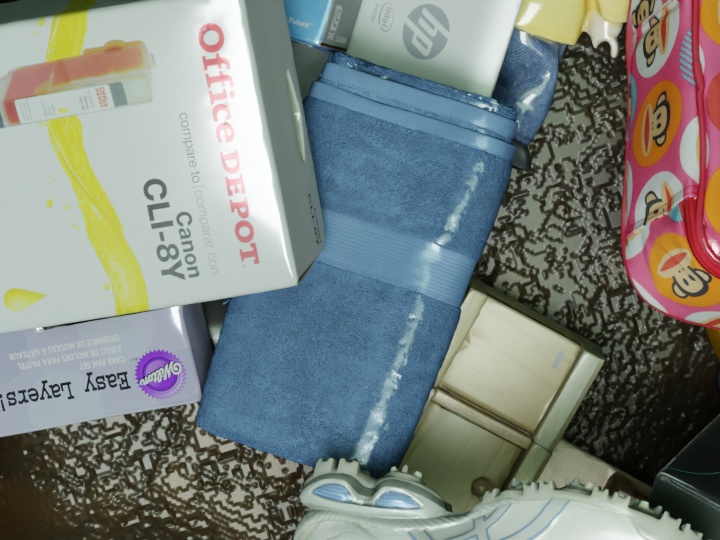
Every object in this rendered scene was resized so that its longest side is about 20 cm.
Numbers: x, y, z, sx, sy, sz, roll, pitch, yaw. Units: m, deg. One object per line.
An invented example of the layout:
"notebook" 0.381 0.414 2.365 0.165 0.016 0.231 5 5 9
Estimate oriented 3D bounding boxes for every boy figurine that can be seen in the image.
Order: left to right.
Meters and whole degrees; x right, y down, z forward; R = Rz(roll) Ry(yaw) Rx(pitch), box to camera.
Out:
"boy figurine" 0.081 -0.156 1.460 0.124 0.064 0.201 18 94 5

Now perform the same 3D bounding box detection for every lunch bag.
"lunch bag" 0.220 -0.062 1.424 0.176 0.082 0.201 13 66 -24

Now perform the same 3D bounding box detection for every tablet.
"tablet" 0.020 -0.126 1.447 0.130 0.014 0.201 23 101 33

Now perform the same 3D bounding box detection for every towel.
"towel" 0.000 0.000 1.400 0.111 0.049 0.201 19 86 17

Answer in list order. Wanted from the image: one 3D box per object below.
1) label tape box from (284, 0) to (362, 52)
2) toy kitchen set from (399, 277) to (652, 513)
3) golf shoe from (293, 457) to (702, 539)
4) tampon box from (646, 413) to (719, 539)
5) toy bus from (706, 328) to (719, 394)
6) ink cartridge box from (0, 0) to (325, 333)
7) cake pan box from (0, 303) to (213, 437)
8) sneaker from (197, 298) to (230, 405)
"label tape box" -0.052 -0.224 1.433 0.144 0.063 0.201 17 95 14
"toy kitchen set" 0.079 0.141 1.431 0.163 0.180 0.200 28 99 -5
"golf shoe" 0.061 0.145 1.312 0.199 0.078 0.097 1 64 26
"tampon box" 0.194 0.181 1.407 0.126 0.150 0.200 29 121 17
"toy bus" 0.243 0.081 1.488 0.078 0.065 0.200 -30 95 0
"ink cartridge box" -0.129 -0.055 1.337 0.199 0.083 0.146 -9 102 9
"cake pan box" -0.179 -0.010 1.424 0.199 0.052 0.185 -9 104 9
"sneaker" -0.054 0.027 1.479 0.199 0.076 0.091 2 102 8
